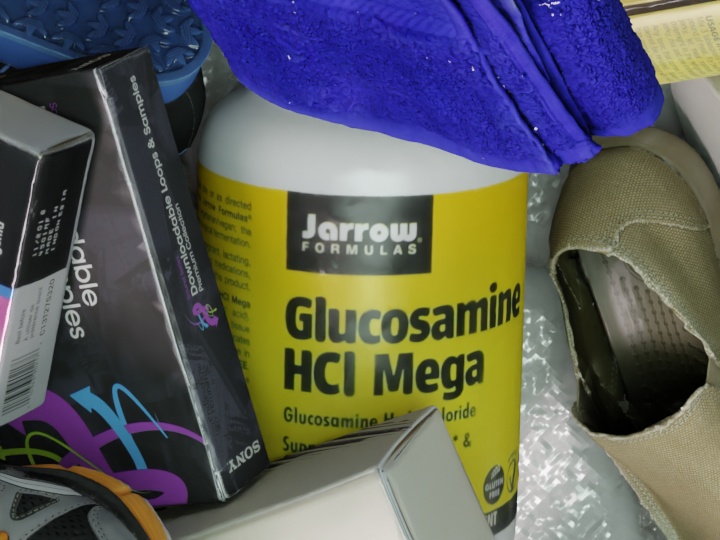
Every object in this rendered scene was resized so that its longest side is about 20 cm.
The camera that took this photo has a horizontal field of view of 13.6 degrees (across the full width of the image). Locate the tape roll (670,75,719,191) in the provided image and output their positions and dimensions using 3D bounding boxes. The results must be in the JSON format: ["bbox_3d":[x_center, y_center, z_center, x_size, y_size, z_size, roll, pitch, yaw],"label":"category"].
[{"bbox_3d":[0.208,-0.015,0.994,0.139,0.203,0.203,-28,107,0],"label":"tape roll"}]

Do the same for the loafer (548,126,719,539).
[{"bbox_3d":[0.111,0.050,1.052,0.076,0.067,0.201,-13,110,42],"label":"loafer"}]

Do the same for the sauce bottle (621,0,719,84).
[{"bbox_3d":[0.124,-0.093,0.920,0.199,0.065,0.065,-6,108,26],"label":"sauce bottle"}]

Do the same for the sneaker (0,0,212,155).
[{"bbox_3d":[-0.146,-0.083,0.997,0.199,0.070,0.078,25,141,4],"label":"sneaker"}]

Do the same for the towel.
[{"bbox_3d":[-0.013,-0.098,0.795,0.050,0.147,0.200,-64,148,-22],"label":"towel"}]

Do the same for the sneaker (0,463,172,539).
[{"bbox_3d":[-0.135,0.083,0.913,0.077,0.199,0.079,8,103,-54],"label":"sneaker"}]

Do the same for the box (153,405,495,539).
[{"bbox_3d":[-0.054,0.117,0.965,0.199,0.068,0.083,-20,99,21],"label":"box"}]

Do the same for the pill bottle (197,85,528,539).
[{"bbox_3d":[0.000,0.000,1.014,0.112,0.112,0.201,-1,105,-7],"label":"pill bottle"}]

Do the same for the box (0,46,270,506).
[{"bbox_3d":[-0.135,0.012,0.981,0.199,0.036,0.144,-7,106,33],"label":"box"}]

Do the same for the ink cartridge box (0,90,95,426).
[{"bbox_3d":[-0.178,-0.033,0.948,0.199,0.037,0.095,25,116,24],"label":"ink cartridge box"}]
